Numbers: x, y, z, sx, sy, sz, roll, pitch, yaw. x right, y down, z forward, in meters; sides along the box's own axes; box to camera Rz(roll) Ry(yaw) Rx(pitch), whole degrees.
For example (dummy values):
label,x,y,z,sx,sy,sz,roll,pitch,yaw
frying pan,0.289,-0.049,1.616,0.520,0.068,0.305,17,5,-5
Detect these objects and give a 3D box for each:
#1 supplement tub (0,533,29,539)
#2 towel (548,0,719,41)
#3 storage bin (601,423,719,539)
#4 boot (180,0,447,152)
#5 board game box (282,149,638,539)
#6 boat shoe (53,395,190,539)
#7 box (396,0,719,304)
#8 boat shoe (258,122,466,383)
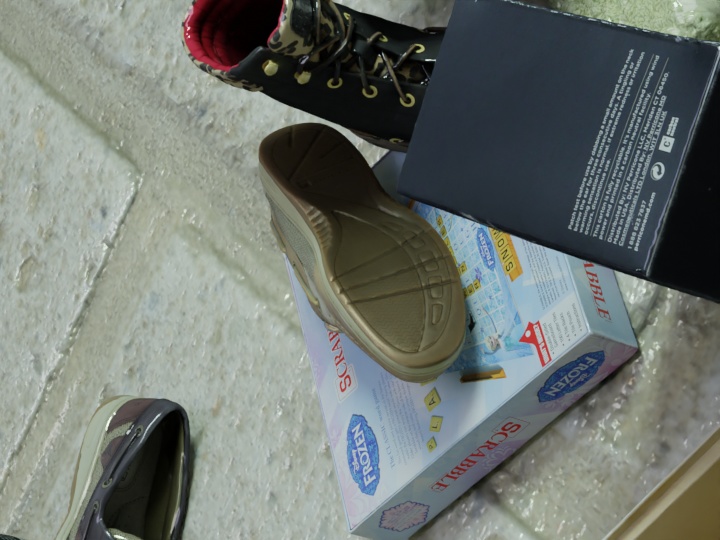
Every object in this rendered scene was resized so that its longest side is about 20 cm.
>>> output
label,x,y,z,sx,sy,sz,roll,pitch,yaw
supplement tub,-0.264,0.218,1.573,0.122,0.199,0.124,-23,59,45
towel,0.150,-0.189,1.355,0.149,0.036,0.200,-56,41,22
storage bin,0.210,0.163,1.095,0.199,0.093,0.201,-48,44,28
boot,0.011,-0.110,1.336,0.199,0.150,0.074,10,82,53
board game box,0.049,0.015,1.394,0.199,0.041,0.201,-41,46,33
boat shoe,-0.147,0.172,1.554,0.065,0.072,0.202,-13,60,53
box,0.154,-0.042,1.159,0.182,0.199,0.105,23,95,52
boat shoe,0.000,0.000,1.382,0.200,0.072,0.065,54,153,42
